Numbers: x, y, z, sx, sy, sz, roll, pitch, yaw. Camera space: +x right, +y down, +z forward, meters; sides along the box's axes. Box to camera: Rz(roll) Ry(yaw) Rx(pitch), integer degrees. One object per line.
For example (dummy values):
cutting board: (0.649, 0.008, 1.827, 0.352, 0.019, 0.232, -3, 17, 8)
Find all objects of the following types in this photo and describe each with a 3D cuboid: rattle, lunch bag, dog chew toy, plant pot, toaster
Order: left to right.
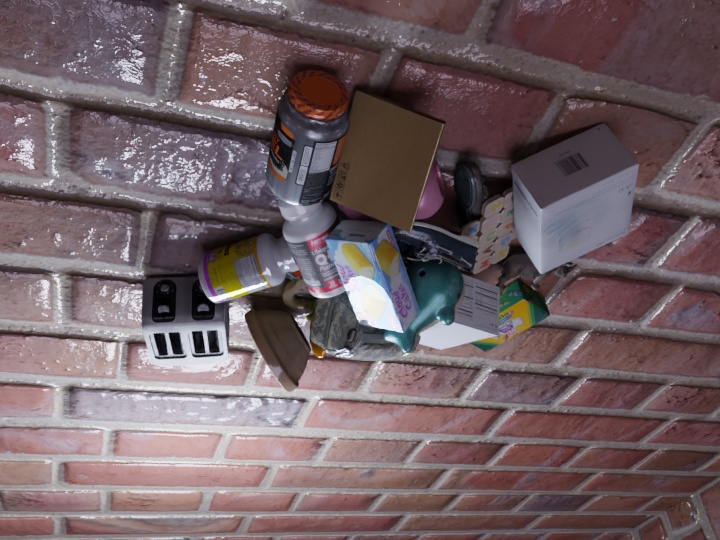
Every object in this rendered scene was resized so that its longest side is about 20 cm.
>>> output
toaster: (-0.373, 0.112, 1.511, 0.175, 0.121, 0.202, -1, 142, -8)
plant pot: (-0.172, 0.160, 1.569, 0.091, 0.202, 0.202, -30, 141, -3)
rattle: (-0.123, 0.074, 1.502, 0.127, 0.146, 0.201, 12, 154, 13)
lunch bag: (0.011, 0.120, 1.479, 0.196, 0.166, 0.143, 7, 98, -40)
dog chew toy: (0.052, -0.143, 1.279, 0.195, 0.127, 0.125, -11, 144, 17)

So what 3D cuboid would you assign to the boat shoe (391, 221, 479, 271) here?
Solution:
boat shoe: (0.134, -0.045, 1.297, 0.196, 0.064, 0.074, 14, 174, -32)

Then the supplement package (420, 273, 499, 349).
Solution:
supplement package: (0.186, 0.092, 1.552, 0.153, 0.114, 0.199, 17, 157, -29)

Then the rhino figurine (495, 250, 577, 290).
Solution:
rhino figurine: (0.398, -0.006, 1.564, 0.194, 0.061, 0.089, -2, 132, -14)

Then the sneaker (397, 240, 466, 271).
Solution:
sneaker: (0.158, -0.035, 1.487, 0.195, 0.075, 0.082, 10, 157, -16)

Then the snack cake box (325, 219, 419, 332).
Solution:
snack cake box: (0.024, 0.010, 1.298, 0.113, 0.067, 0.203, 6, 130, 39)

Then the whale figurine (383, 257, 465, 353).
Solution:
whale figurine: (0.117, 0.058, 1.376, 0.201, 0.158, 0.104, -52, 143, -8)

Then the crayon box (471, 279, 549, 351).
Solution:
crayon box: (0.343, 0.113, 1.705, 0.198, 0.059, 0.117, -36, 135, 30)

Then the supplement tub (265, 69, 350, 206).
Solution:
supplement tub: (-0.086, -0.215, 1.151, 0.119, 0.125, 0.202, 4, 140, -15)

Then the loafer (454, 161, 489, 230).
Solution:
loafer: (0.221, -0.146, 1.358, 0.062, 0.073, 0.202, -26, 150, -10)

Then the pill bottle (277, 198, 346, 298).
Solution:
pill bottle: (-0.083, -0.059, 1.332, 0.108, 0.112, 0.203, -16, 121, 11)

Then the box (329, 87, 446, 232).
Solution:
box: (0.042, -0.183, 1.186, 0.160, 0.021, 0.204, 22, 120, 11)

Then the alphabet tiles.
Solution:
alphabet tiles: (0.272, -0.079, 1.410, 0.192, 0.015, 0.203, -27, 143, -22)

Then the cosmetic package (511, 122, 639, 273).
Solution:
cosmetic package: (0.399, -0.130, 1.324, 0.195, 0.125, 0.202, -24, 144, -2)

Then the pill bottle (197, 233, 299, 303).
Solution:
pill bottle: (-0.217, -0.011, 1.397, 0.195, 0.106, 0.105, -17, 142, 12)
